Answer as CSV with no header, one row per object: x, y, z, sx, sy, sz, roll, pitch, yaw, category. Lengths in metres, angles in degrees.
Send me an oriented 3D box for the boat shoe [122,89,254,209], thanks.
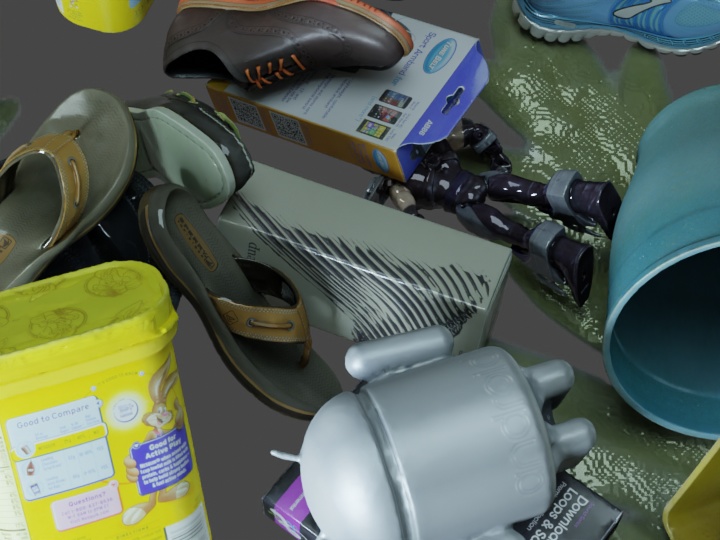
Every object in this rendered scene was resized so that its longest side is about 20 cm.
-0.120,-0.093,1.294,0.060,0.072,0.201,-25,22,-23,boat shoe

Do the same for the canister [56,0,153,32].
-0.187,-0.293,1.375,0.086,0.200,0.149,16,62,7,canister

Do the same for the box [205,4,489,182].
-0.002,-0.139,1.359,0.199,0.042,0.119,23,62,28,box

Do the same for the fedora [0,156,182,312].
-0.209,0.016,1.266,0.199,0.092,0.202,0,56,0,fedora

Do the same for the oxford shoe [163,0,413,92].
-0.054,-0.158,1.328,0.199,0.071,0.073,7,64,32,oxford shoe

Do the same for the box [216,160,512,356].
0.000,0.000,1.283,0.199,0.082,0.069,18,47,9,box

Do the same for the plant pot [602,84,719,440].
0.259,-0.019,1.256,0.199,0.201,0.189,3,46,0,plant pot

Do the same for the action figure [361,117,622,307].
0.085,-0.050,1.329,0.199,0.069,0.130,23,69,27,action figure

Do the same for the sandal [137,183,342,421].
-0.071,0.018,1.235,0.201,0.054,0.082,56,28,-11,sandal

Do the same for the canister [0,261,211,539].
-0.175,0.112,1.142,0.148,0.201,0.087,-16,27,-14,canister

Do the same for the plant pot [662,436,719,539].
0.339,0.172,1.153,0.175,0.200,0.201,-15,62,-22,plant pot

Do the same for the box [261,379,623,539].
0.055,0.163,1.229,0.200,0.036,0.143,35,67,17,box

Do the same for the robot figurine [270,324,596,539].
0.047,0.118,1.168,0.199,0.113,0.170,-18,70,-10,robot figurine

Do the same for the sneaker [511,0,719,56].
0.219,-0.221,1.412,0.198,0.090,0.079,-2,61,-4,sneaker

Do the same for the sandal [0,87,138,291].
-0.216,-0.051,1.221,0.080,0.054,0.200,27,59,17,sandal
